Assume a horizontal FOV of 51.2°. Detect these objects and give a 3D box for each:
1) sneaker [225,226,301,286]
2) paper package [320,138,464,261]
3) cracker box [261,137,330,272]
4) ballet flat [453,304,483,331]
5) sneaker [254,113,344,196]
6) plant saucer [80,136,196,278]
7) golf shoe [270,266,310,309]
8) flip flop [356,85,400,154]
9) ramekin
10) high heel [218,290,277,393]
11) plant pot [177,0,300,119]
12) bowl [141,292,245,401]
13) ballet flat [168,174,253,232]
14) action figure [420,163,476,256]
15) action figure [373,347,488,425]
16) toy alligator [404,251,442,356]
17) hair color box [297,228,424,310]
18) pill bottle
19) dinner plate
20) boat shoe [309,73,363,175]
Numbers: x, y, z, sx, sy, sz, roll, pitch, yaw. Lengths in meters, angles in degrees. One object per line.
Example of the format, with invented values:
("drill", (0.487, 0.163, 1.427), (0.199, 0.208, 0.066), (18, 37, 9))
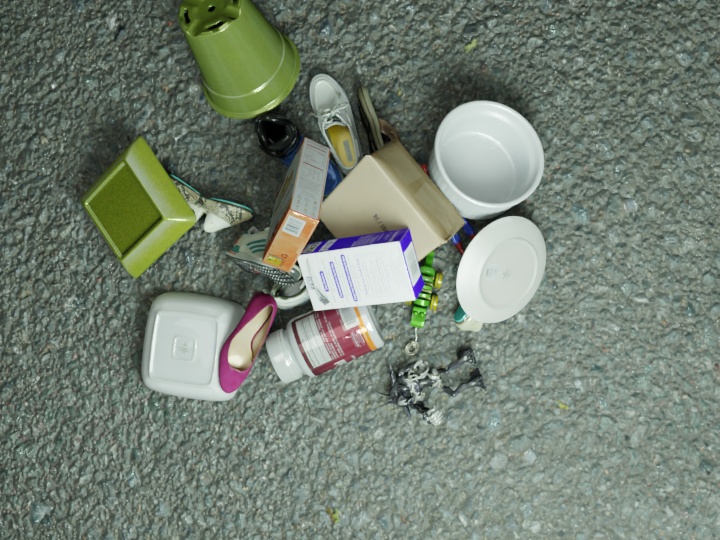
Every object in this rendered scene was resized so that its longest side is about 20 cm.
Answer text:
("sneaker", (-0.166, -0.038, 1.375), (0.199, 0.070, 0.094), (15, 69, 48))
("paper package", (0.049, -0.095, 1.334), (0.201, 0.103, 0.190), (50, 131, 2))
("cracker box", (-0.110, -0.116, 1.301), (0.057, 0.202, 0.134), (21, 133, -14))
("ballet flat", (0.242, 0.025, 1.379), (0.069, 0.069, 0.202), (31, 94, 6))
("sneaker", (-0.117, -0.213, 1.390), (0.077, 0.111, 0.200), (-45, 85, 8))
("plant saucer", (-0.437, -0.116, 1.424), (0.199, 0.048, 0.201), (-38, 85, 23))
("golf shoe", (-0.078, 0.012, 1.391), (0.199, 0.097, 0.079), (-32, 84, 3))
("flip flop", (0.042, -0.252, 1.401), (0.057, 0.081, 0.203), (-16, 81, -9))
("ramekin", (0.215, -0.190, 1.337), (0.197, 0.098, 0.203), (3, 73, -10))
("high heel", (-0.206, 0.135, 1.351), (0.067, 0.096, 0.203), (16, 94, -20))
("plant pot", (-0.229, -0.408, 1.340), (0.197, 0.190, 0.203), (-5, 68, 13))
("bowl", (-0.325, 0.146, 1.426), (0.197, 0.075, 0.203), (8, 89, 8))
("ballet flat", (-0.302, -0.115, 1.430), (0.198, 0.068, 0.076), (23, 78, 11))
("action figure", (0.165, -0.111, 1.394), (0.065, 0.052, 0.201), (-32, 83, 8))
("action figure", (0.123, 0.210, 1.363), (0.198, 0.102, 0.120), (-22, 98, 4))
("toy alligator", (0.112, 0.062, 1.390), (0.058, 0.054, 0.203), (11, 90, 7))
("hair color box", (0.000, 0.000, 1.288), (0.197, 0.065, 0.111), (-7, 112, 24))
("pill bottle", (-0.066, 0.125, 1.378), (0.198, 0.114, 0.115), (-24, 86, 5))
("dinner plate", (0.257, 0.004, 1.330), (0.198, 0.024, 0.203), (-10, 114, -25))
("boat shoe", (-0.049, -0.277, 1.399), (0.074, 0.086, 0.205), (-17, 87, 5))
